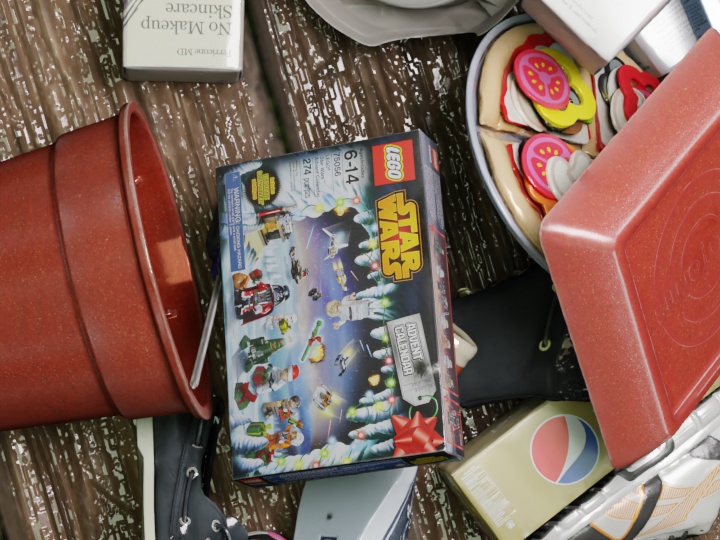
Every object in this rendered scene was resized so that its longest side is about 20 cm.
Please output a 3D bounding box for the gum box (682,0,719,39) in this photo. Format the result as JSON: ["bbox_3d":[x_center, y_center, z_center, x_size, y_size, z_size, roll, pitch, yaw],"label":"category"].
[{"bbox_3d":[0.285,-0.195,1.354,0.170,0.045,0.200,-24,92,-5],"label":"gum box"}]

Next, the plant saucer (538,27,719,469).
[{"bbox_3d":[0.196,-0.009,1.293,0.200,0.037,0.200,-47,134,-30],"label":"plant saucer"}]

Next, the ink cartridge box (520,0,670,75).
[{"bbox_3d":[0.187,-0.212,1.265,0.067,0.116,0.200,43,92,1],"label":"ink cartridge box"}]

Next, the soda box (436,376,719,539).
[{"bbox_3d":[0.149,0.096,1.404,0.200,0.068,0.064,-37,93,-5],"label":"soda box"}]

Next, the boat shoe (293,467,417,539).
[{"bbox_3d":[0.002,0.189,1.393,0.071,0.091,0.200,4,60,35],"label":"boat shoe"}]

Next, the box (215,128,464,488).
[{"bbox_3d":[-0.014,0.024,1.301,0.137,0.040,0.200,-10,73,17],"label":"box"}]

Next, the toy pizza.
[{"bbox_3d":[0.146,-0.073,1.324,0.200,0.032,0.200,21,55,-33],"label":"toy pizza"}]

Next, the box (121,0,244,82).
[{"bbox_3d":[-0.113,-0.224,1.388,0.082,0.068,0.200,0,88,-5],"label":"box"}]

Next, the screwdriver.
[{"bbox_3d":[-0.090,0.015,1.337,0.028,0.200,0.029,12,129,-3],"label":"screwdriver"}]

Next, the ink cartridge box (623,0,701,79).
[{"bbox_3d":[0.186,-0.244,1.409,0.145,0.085,0.200,-37,94,-6],"label":"ink cartridge box"}]

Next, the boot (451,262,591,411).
[{"bbox_3d":[0.111,0.006,1.392,0.154,0.073,0.204,-11,48,25],"label":"boot"}]

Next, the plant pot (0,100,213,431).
[{"bbox_3d":[-0.209,0.016,1.321,0.195,0.201,0.201,-13,90,3],"label":"plant pot"}]

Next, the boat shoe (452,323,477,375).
[{"bbox_3d":[0.000,0.000,1.360,0.063,0.071,0.200,-46,60,19],"label":"boat shoe"}]

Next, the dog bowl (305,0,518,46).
[{"bbox_3d":[0.038,-0.240,1.362,0.200,0.059,0.200,10,112,25],"label":"dog bowl"}]

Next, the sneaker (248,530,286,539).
[{"bbox_3d":[-0.113,0.248,1.365,0.200,0.087,0.074,-43,92,-5],"label":"sneaker"}]

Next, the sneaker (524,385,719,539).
[{"bbox_3d":[0.184,0.158,1.404,0.200,0.074,0.080,-36,95,-4],"label":"sneaker"}]

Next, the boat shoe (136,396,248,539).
[{"bbox_3d":[-0.104,0.160,1.344,0.066,0.075,0.199,-4,49,-5],"label":"boat shoe"}]
